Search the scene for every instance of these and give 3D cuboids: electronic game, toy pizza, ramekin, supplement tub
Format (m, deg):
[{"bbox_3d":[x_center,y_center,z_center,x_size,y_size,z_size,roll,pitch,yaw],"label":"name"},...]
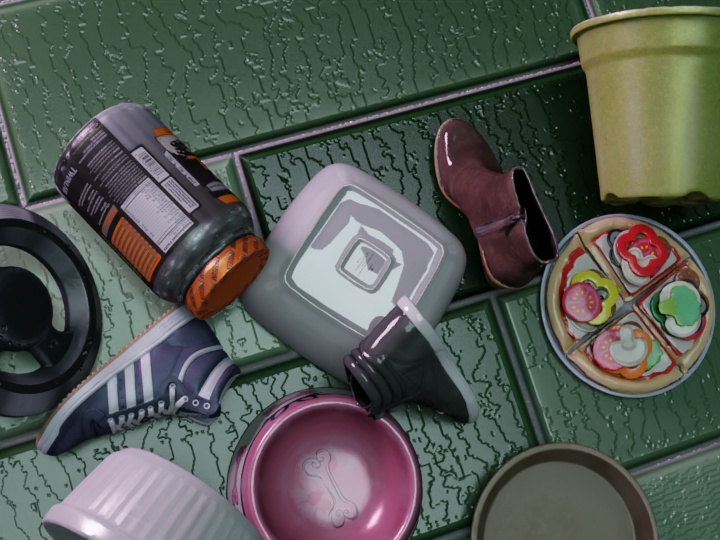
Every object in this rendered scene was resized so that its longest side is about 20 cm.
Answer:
[{"bbox_3d":[-0.324,0.036,1.010,0.199,0.041,0.201,22,61,-46],"label":"electronic game"},{"bbox_3d":[0.291,0.035,1.165,0.199,0.032,0.202,2,78,-9],"label":"toy pizza"},{"bbox_3d":[-0.175,0.243,0.968,0.202,0.202,0.094,35,62,0],"label":"ramekin"},{"bbox_3d":[-0.189,-0.055,1.050,0.122,0.123,0.200,-43,80,-15],"label":"supplement tub"}]

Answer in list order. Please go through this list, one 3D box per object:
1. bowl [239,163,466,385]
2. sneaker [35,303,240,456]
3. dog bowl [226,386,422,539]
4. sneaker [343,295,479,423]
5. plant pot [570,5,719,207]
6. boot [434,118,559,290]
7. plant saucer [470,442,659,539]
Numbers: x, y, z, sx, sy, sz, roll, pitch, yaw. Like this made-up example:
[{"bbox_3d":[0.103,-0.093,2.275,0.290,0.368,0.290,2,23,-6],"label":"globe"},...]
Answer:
[{"bbox_3d":[0.000,0.000,1.106,0.199,0.075,0.201,34,74,-1],"label":"bowl"},{"bbox_3d":[-0.207,0.131,1.046,0.200,0.070,0.109,-42,85,-18],"label":"sneaker"},{"bbox_3d":[-0.030,0.210,1.055,0.199,0.074,0.202,2,77,-9],"label":"dog bowl"},{"bbox_3d":[0.046,0.111,1.052,0.099,0.200,0.071,-37,48,-2],"label":"sneaker"},{"bbox_3d":[0.321,-0.162,1.144,0.199,0.200,0.186,1,89,-9],"label":"plant pot"},{"bbox_3d":[0.141,-0.083,1.096,0.072,0.166,0.201,-16,81,-12],"label":"boot"},{"bbox_3d":[0.205,0.276,1.102,0.198,0.029,0.202,2,78,-9],"label":"plant saucer"}]
